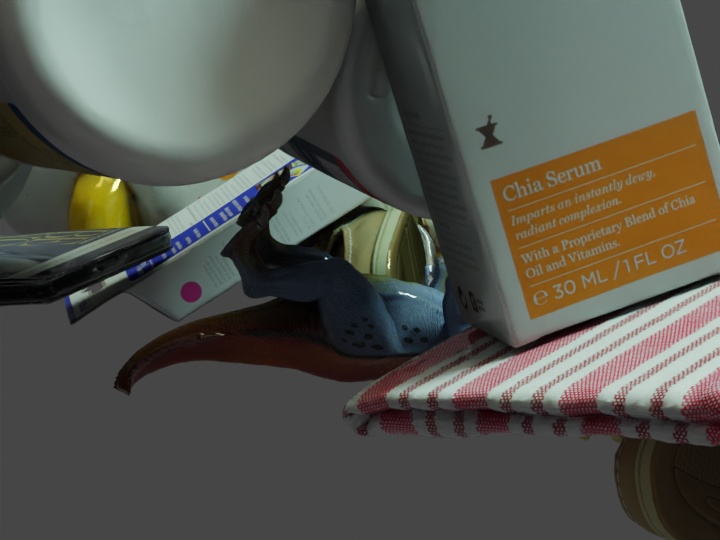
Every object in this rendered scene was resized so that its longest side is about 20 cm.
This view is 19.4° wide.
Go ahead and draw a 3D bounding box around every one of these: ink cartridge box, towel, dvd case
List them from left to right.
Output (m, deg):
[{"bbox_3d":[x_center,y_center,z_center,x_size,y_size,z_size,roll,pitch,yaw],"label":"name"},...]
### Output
[{"bbox_3d":[-0.210,0.000,1.019,0.200,0.016,0.149,-2,9,17],"label":"dvd case"},{"bbox_3d":[-0.063,-0.024,1.103,0.200,0.037,0.095,-30,15,-4],"label":"ink cartridge box"},{"bbox_3d":[0.105,0.031,0.767,0.146,0.030,0.200,-25,14,-39],"label":"towel"}]

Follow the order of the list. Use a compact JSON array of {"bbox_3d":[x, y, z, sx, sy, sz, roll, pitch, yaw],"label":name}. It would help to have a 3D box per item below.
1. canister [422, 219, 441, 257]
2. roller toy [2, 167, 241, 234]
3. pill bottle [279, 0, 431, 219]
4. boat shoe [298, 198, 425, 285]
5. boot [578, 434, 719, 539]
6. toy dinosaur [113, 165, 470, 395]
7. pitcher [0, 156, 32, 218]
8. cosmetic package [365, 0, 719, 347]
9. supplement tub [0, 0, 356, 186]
[{"bbox_3d":[0.053,-0.067,1.273,0.200,0.149,0.087,4,-24,8],"label":"canister"},{"bbox_3d":[-0.124,-0.096,1.226,0.140,0.183,0.200,9,11,18],"label":"roller toy"},{"bbox_3d":[0.004,-0.099,0.922,0.119,0.120,0.200,0,14,-25],"label":"pill bottle"},{"bbox_3d":[0.000,0.000,1.107,0.066,0.074,0.200,-9,9,5],"label":"boat shoe"},{"bbox_3d":[0.127,0.053,0.851,0.155,0.073,0.200,5,19,43],"label":"boot"},{"bbox_3d":[0.019,0.028,0.974,0.181,0.200,0.105,41,1,-8],"label":"toy dinosaur"},{"bbox_3d":[-0.252,-0.047,0.989,0.172,0.121,0.200,-38,16,-33],"label":"pitcher"},{"bbox_3d":[0.065,-0.084,0.790,0.101,0.200,0.071,-20,11,-10],"label":"cosmetic package"},{"bbox_3d":[-0.103,-0.110,0.841,0.144,0.145,0.200,0,6,-25],"label":"supplement tub"}]
